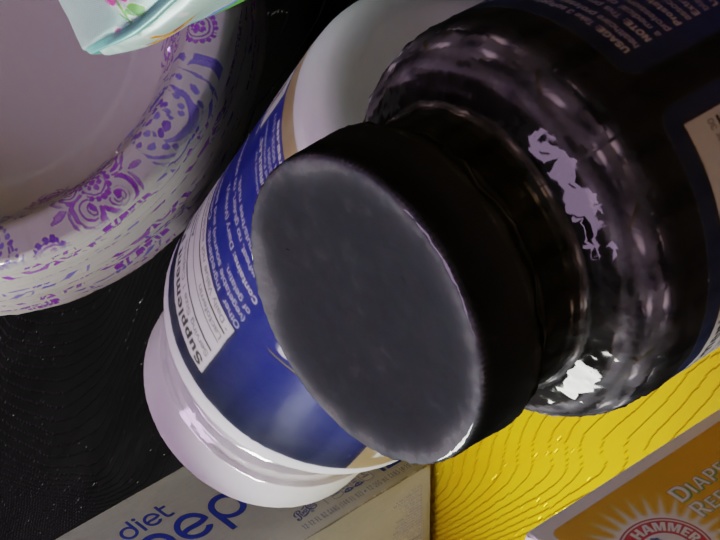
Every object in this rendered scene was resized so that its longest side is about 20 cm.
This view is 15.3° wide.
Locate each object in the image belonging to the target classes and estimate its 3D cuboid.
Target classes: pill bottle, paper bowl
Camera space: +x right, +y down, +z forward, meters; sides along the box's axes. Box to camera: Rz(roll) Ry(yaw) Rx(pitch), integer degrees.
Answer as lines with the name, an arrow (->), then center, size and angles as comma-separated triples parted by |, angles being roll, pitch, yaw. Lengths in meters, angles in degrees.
pill bottle -> 0.000, 0.000, 0.908 | 0.116, 0.115, 0.200 | 55, 146, 11
pill bottle -> 0.072, -0.030, 0.717 | 0.112, 0.200, 0.112 | 32, 136, 36
paper bowl -> -0.133, -0.082, 0.966 | 0.201, 0.200, 0.104 | 51, 177, 16

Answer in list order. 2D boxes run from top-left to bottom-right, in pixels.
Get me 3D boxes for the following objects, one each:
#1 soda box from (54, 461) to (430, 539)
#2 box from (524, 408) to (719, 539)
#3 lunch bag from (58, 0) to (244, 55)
soda box -> -0.067, 0.124, 1.005 | 0.068, 0.200, 0.064 | 31, 137, 37
box -> 0.114, 0.158, 0.872 | 0.101, 0.112, 0.201 | 36, 137, 32
lunch bag -> -0.008, -0.146, 0.785 | 0.077, 0.160, 0.200 | 57, 140, -1
